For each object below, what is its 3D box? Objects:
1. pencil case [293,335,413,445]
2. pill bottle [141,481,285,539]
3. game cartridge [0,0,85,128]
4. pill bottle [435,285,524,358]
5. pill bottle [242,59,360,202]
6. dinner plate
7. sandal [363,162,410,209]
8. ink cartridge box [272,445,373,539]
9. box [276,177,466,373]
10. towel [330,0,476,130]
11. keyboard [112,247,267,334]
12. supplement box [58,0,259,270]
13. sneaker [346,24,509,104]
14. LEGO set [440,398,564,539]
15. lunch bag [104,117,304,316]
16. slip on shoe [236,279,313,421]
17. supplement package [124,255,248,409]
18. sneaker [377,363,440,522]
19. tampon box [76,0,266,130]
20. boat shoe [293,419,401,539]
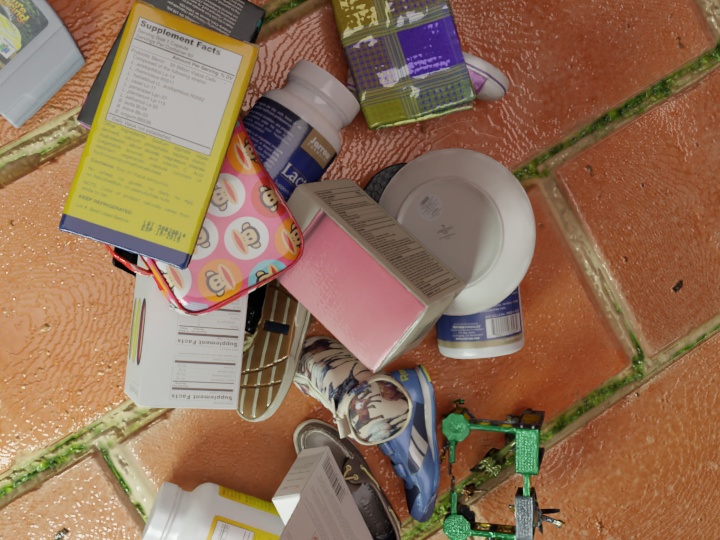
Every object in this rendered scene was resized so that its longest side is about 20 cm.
[{"bbox_3d":[-0.021,0.137,0.927,0.089,0.200,0.078,-5,102,-24],"label":"pencil case"},{"bbox_3d":[-0.157,0.323,0.951,0.200,0.104,0.104,23,89,-12],"label":"pill bottle"},{"bbox_3d":[-0.424,-0.280,0.895,0.200,0.041,0.133,44,80,-11],"label":"game cartridge"},{"bbox_3d":[0.144,0.003,0.991,0.111,0.111,0.200,-7,94,-11],"label":"pill bottle"},{"bbox_3d":[-0.095,-0.142,0.930,0.116,0.116,0.200,36,86,-11],"label":"pill bottle"},{"bbox_3d":[0.106,-0.044,0.928,0.200,0.024,0.201,3,97,23],"label":"dinner plate"},{"bbox_3d":[0.017,-0.052,1.001,0.075,0.045,0.200,28,102,-7],"label":"sandal"},{"bbox_3d":[-0.043,0.335,0.897,0.045,0.176,0.200,-16,109,24],"label":"ink cartridge box"},{"bbox_3d":[0.000,0.000,0.899,0.200,0.128,0.109,43,115,14],"label":"box"},{"bbox_3d":[0.049,-0.277,0.939,0.143,0.023,0.200,-14,86,-4],"label":"towel"},{"bbox_3d":[-0.210,0.013,0.960,0.200,0.040,0.104,30,78,-20],"label":"keyboard"},{"bbox_3d":[-0.173,-0.112,0.691,0.109,0.110,0.200,19,89,-11],"label":"supplement box"},{"bbox_3d":[0.080,-0.222,0.982,0.200,0.073,0.115,16,82,-1],"label":"sneaker"},{"bbox_3d":[0.180,0.261,1.034,0.153,0.116,0.200,-8,91,18],"label":"LEGO set"},{"bbox_3d":[-0.170,-0.057,0.786,0.176,0.082,0.200,-29,99,-13],"label":"lunch bag"},{"bbox_3d":[-0.099,0.089,0.969,0.076,0.061,0.200,11,86,28],"label":"slip on shoe"},{"bbox_3d":[-0.195,0.049,0.882,0.109,0.114,0.200,6,86,-24],"label":"supplement package"},{"bbox_3d":[0.056,0.223,1.008,0.082,0.074,0.200,-5,87,-10],"label":"sneaker"},{"bbox_3d":[-0.212,-0.220,0.883,0.126,0.150,0.200,27,88,-13],"label":"tampon box"},{"bbox_3d":[-0.013,0.277,1.000,0.072,0.060,0.200,-35,100,-8],"label":"boat shoe"}]
